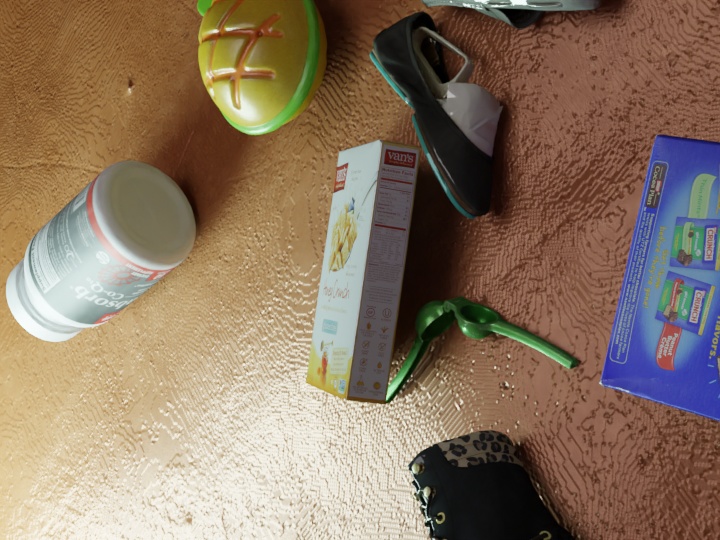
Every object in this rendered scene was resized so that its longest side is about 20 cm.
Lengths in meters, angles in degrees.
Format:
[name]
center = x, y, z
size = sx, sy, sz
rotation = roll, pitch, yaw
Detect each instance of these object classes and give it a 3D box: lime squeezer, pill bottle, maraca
[lime squeezer]
center = 0.078, 0.054, 1.126
size = 0.199, 0.037, 0.071
rotation = -15, 72, 45
[pill bottle]
center = -0.262, -0.014, 1.456
size = 0.200, 0.115, 0.117
rotation = -35, 59, 39
[maraca]
center = -0.093, -0.215, 1.311
size = 0.137, 0.107, 0.202
rotation = -35, 58, 30

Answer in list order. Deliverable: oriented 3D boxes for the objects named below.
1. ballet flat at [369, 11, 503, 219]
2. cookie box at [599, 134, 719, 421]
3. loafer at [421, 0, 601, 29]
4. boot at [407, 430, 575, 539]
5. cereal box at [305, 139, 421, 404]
[ballet flat]
center = 0.067, -0.133, 1.154
size = 0.068, 0.068, 0.201
rotation = -41, 54, 20
[cookie box]
center = 0.261, 0.017, 0.901
size = 0.199, 0.075, 0.173
rotation = 16, 95, 48
[loafer]
center = 0.109, -0.216, 1.117
size = 0.199, 0.070, 0.070
rotation = 8, 124, 61
[boot]
center = 0.056, 0.205, 1.027
size = 0.074, 0.202, 0.154
rotation = 89, 158, -47
[cereal box]
center = 0.000, 0.000, 1.179
size = 0.144, 0.039, 0.202
rotation = -179, 97, -76
